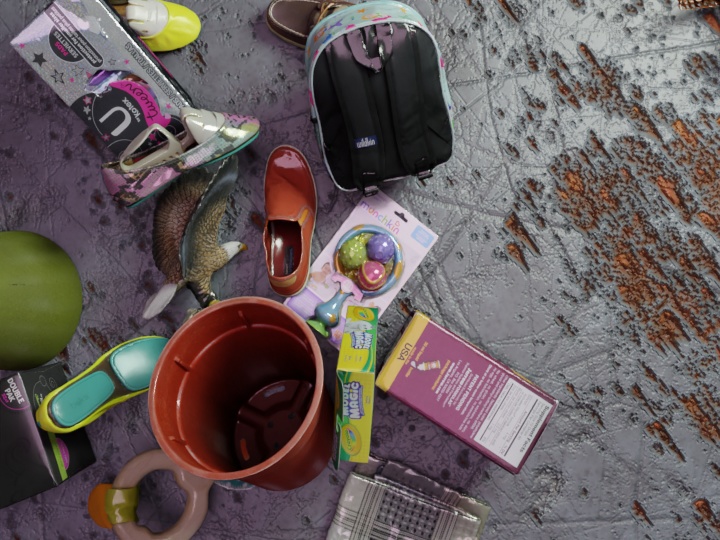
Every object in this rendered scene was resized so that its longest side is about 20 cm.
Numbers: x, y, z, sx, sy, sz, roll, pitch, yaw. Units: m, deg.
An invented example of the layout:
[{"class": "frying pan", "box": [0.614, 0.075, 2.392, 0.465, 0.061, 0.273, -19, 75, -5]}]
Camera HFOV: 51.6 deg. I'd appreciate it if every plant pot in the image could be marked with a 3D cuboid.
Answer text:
[{"class": "plant pot", "box": [-0.116, 0.164, 0.878, 0.197, 0.196, 0.204, -5, 62, 10]}, {"class": "plant pot", "box": [-0.472, 0.037, 0.916, 0.183, 0.200, 0.191, 0, 88, 2]}]

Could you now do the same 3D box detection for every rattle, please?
[{"class": "rattle", "box": [-0.243, 0.286, 0.986, 0.199, 0.143, 0.131, -32, 80, -34]}]

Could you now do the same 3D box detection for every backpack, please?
[{"class": "backpack", "box": [0.019, -0.220, 0.906, 0.174, 0.152, 0.202, -14, 131, 2]}]

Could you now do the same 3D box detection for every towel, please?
[{"class": "towel", "box": [0.050, 0.359, 0.965, 0.190, 0.035, 0.203, 22, 88, 3]}]

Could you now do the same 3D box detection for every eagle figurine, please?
[{"class": "eagle figurine", "box": [-0.205, -0.036, 0.949, 0.149, 0.151, 0.204, -8, 98, 12]}]

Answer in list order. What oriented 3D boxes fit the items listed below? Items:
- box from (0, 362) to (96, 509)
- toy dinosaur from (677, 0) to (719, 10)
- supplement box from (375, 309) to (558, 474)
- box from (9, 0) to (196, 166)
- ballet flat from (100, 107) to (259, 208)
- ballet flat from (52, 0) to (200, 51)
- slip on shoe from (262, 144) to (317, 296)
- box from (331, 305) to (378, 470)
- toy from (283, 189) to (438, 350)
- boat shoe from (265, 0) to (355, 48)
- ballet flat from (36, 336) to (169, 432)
[{"class": "box", "box": [-0.471, 0.225, 0.948, 0.197, 0.124, 0.151, -21, 89, 1]}, {"class": "toy dinosaur", "box": [0.508, -0.332, 0.953, 0.196, 0.102, 0.138, -8, 64, 16]}, {"class": "supplement box", "box": [0.125, 0.143, 0.921, 0.198, 0.131, 0.104, 32, 89, 2]}, {"class": "box", "box": [-0.310, -0.239, 0.915, 0.114, 0.132, 0.200, -40, 117, 2]}, {"class": "ballet flat", "box": [-0.215, -0.147, 0.879, 0.198, 0.069, 0.072, -29, 127, -4]}, {"class": "ballet flat", "box": [-0.315, -0.334, 0.988, 0.196, 0.067, 0.068, 7, 88, 2]}, {"class": "slip on shoe", "box": [-0.095, -0.070, 0.966, 0.073, 0.061, 0.204, -1, 77, 5]}, {"class": "box", "box": [-0.005, 0.134, 0.879, 0.047, 0.201, 0.119, 5, 111, 3]}, {"class": "toy", "box": [0.000, 0.000, 0.973, 0.115, 0.047, 0.201, 37, 90, 3]}, {"class": "boat shoe", "box": [-0.031, -0.324, 0.973, 0.197, 0.072, 0.073, 18, 89, 3]}, {"class": "ballet flat", "box": [-0.318, 0.142, 0.935, 0.067, 0.199, 0.068, -30, 91, 41]}]
